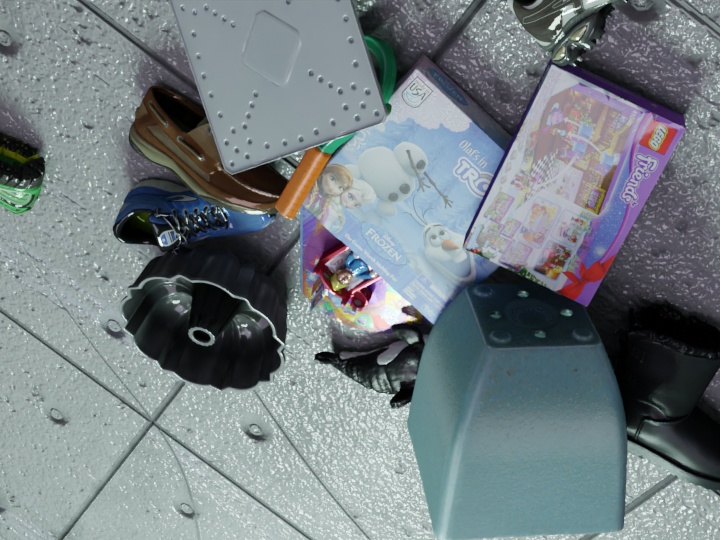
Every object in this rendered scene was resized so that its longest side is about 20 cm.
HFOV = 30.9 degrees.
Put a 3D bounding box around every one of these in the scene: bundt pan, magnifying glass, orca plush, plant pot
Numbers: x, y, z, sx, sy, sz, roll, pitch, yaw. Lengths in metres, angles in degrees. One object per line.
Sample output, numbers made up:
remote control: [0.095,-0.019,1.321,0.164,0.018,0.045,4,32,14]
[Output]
bundt pan: [-0.170,0.048,1.489,0.199,0.076,0.203,11,138,9]
magnifying glass: [-0.029,-0.138,1.273,0.080,0.022,0.201,49,119,35]
orca plush: [0.038,0.116,1.453,0.197,0.072,0.106,6,138,20]
plant pot: [0.159,0.125,1.306,0.193,0.197,0.203,-2,121,-7]

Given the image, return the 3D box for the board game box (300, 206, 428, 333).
board game box: [0.000,0.000,1.410,0.156,0.039,0.202,14,130,15]

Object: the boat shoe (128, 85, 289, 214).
boat shoe: [-0.157,-0.127,1.351,0.198,0.076,0.075,29,123,16]

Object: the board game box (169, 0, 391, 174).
board game box: [-0.079,-0.214,1.247,0.198,0.026,0.203,-15,97,33]

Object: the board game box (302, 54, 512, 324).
board game box: [0.069,-0.075,1.299,0.200,0.044,0.199,41,121,-9]

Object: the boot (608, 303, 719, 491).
boot: [0.339,0.129,1.336,0.196,0.074,0.164,21,128,9]

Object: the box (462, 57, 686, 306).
box: [0.197,-0.081,1.217,0.135,0.039,0.202,25,116,-1]

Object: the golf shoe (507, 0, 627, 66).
golf shoe: [0.196,-0.263,1.092,0.094,0.078,0.200,36,131,-4]

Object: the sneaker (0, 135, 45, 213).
sneaker: [-0.464,-0.122,1.507,0.198,0.078,0.086,26,133,3]

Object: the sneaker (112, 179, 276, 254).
sneaker: [-0.184,-0.053,1.422,0.197,0.090,0.079,-5,124,25]
